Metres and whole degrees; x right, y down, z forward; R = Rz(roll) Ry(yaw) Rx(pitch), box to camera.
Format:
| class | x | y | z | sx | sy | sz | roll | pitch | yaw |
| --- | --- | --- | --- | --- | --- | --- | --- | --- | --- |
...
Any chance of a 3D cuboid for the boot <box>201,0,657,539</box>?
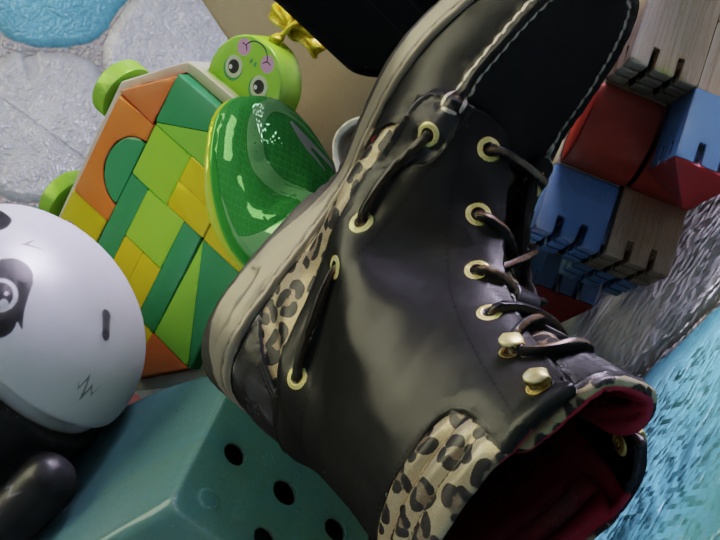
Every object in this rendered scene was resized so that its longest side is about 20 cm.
| class | x | y | z | sx | sy | sz | roll | pitch | yaw |
| --- | --- | --- | --- | --- | --- | --- | --- | --- | --- |
| boot | 0.044 | 0.002 | 0.623 | 0.200 | 0.073 | 0.151 | -49 | 43 | 9 |

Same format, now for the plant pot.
| class | x | y | z | sx | sy | sz | roll | pitch | yaw |
| --- | --- | --- | --- | --- | --- | --- | --- | --- | --- |
| plant pot | -0.090 | 0.146 | 0.913 | 0.200 | 0.141 | 0.141 | -42 | 15 | 41 |

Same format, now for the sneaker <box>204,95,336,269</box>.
| class | x | y | z | sx | sy | sz | roll | pitch | yaw |
| --- | --- | --- | --- | --- | --- | --- | --- | --- | --- |
| sneaker | 0.000 | 0.000 | 0.845 | 0.074 | 0.200 | 0.084 | -6 | -32 | -42 |

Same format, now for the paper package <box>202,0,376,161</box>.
| class | x | y | z | sx | sy | sz | roll | pitch | yaw |
| --- | --- | --- | --- | --- | --- | --- | --- | --- | --- |
| paper package | 0.034 | -0.141 | 0.987 | 0.103 | 0.200 | 0.191 | -6 | -37 | -43 |

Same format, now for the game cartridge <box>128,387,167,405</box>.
| class | x | y | z | sx | sy | sz | roll | pitch | yaw |
| --- | --- | --- | --- | --- | --- | --- | --- | --- | --- |
| game cartridge | -0.097 | 0.126 | 1.059 | 0.041 | 0.133 | 0.200 | -28 | -20 | -48 |

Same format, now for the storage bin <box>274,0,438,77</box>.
| class | x | y | z | sx | sy | sz | roll | pitch | yaw |
| --- | --- | --- | --- | --- | --- | --- | --- | --- | --- |
| storage bin | 0.063 | -0.164 | 0.807 | 0.135 | 0.200 | 0.094 | 35 | -137 | -63 |

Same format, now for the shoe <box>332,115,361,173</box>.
| class | x | y | z | sx | sy | sz | roll | pitch | yaw |
| --- | --- | --- | --- | --- | --- | --- | --- | --- | --- |
| shoe | 0.026 | 0.013 | 0.719 | 0.070 | 0.053 | 0.200 | -29 | 39 | 7 |

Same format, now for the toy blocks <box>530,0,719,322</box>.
| class | x | y | z | sx | sy | sz | roll | pitch | yaw |
| --- | --- | --- | --- | --- | --- | --- | --- | --- | --- |
| toy blocks | 0.098 | -0.055 | 0.731 | 0.200 | 0.100 | 0.137 | 143 | 146 | -74 |

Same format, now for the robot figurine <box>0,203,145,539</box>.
| class | x | y | z | sx | sy | sz | roll | pitch | yaw |
| --- | --- | --- | --- | --- | --- | --- | --- | --- | --- |
| robot figurine | -0.193 | 0.058 | 0.923 | 0.200 | 0.150 | 0.125 | -41 | 5 | 16 |

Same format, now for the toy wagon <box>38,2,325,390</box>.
| class | x | y | z | sx | sy | sz | roll | pitch | yaw |
| --- | --- | --- | --- | --- | --- | --- | --- | --- | --- |
| toy wagon | -0.081 | -0.041 | 0.968 | 0.040 | 0.155 | 0.200 | -4 | -52 | -53 |
